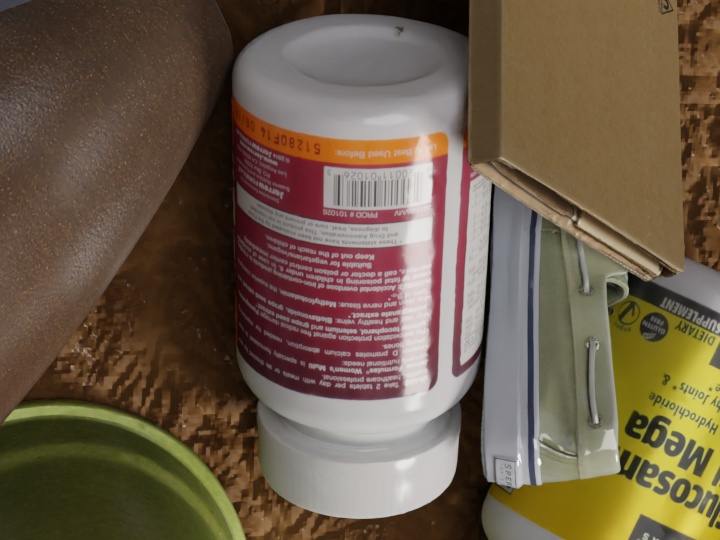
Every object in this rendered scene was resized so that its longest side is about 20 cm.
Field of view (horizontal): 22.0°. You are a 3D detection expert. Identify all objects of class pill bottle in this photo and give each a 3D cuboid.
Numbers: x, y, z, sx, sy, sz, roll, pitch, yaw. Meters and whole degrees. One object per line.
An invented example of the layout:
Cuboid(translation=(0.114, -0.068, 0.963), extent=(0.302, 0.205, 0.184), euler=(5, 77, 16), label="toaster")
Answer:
Cuboid(translation=(0.127, 0.095, 0.876), extent=(0.112, 0.112, 0.200), euler=(26, 90, -21), label="pill bottle")
Cuboid(translation=(0.000, 0.000, 0.798), extent=(0.110, 0.110, 0.200), euler=(-8, 120, -18), label="pill bottle")

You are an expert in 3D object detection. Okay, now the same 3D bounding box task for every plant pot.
Cuboid(translation=(-0.152, -0.053, 0.734), extent=(0.200, 0.187, 0.187), euler=(-44, 110, -23), label="plant pot")
Cuboid(translation=(-0.116, 0.170, 0.767), extent=(0.200, 0.184, 0.200), euler=(-3, 100, -19), label="plant pot")

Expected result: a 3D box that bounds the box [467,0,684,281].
Cuboid(translation=(0.094, -0.113, 0.795), extent=(0.163, 0.021, 0.200), euler=(26, 60, -51), label="box")

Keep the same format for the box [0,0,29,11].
Cuboid(translation=(-0.178, -0.175, 0.589), extent=(0.148, 0.104, 0.200), euler=(-19, 78, 12), label="box")

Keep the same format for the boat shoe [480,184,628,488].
Cuboid(translation=(0.090, 0.004, 0.836), extent=(0.062, 0.072, 0.200), euler=(2, 67, 6), label="boat shoe")
